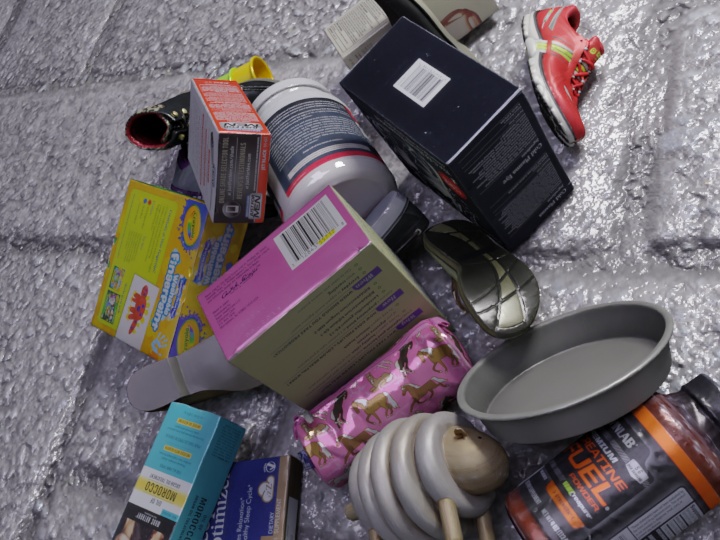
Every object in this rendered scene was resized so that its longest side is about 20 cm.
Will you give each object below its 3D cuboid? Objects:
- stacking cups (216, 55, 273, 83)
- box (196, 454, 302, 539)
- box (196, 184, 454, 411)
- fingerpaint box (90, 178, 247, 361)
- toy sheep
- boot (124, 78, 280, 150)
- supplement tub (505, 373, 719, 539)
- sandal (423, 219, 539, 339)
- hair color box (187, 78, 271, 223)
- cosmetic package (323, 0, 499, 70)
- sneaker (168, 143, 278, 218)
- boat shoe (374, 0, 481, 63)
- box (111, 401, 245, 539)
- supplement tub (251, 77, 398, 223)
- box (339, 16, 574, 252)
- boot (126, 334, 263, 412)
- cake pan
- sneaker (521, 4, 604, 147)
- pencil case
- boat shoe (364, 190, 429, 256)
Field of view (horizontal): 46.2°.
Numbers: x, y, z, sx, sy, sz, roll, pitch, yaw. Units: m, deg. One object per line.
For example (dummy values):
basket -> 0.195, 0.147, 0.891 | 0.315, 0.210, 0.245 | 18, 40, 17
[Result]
stacking cups -> -0.226, -0.252, 1.258 | 0.200, 0.061, 0.061 | -20, 54, 22
box -> -0.159, 0.274, 0.925 | 0.200, 0.032, 0.121 | -13, 57, 26
box -> -0.031, 0.043, 0.870 | 0.176, 0.200, 0.097 | -40, 49, 6
fingerpaint box -> -0.243, 0.002, 1.073 | 0.167, 0.073, 0.201 | 18, 94, 38
toy sheep -> 0.054, 0.201, 0.775 | 0.200, 0.138, 0.138 | -30, 49, 34
boot -> -0.204, -0.209, 1.153 | 0.203, 0.074, 0.154 | 0, 23, 23
supplement tub -> 0.226, 0.173, 0.697 | 0.200, 0.107, 0.107 | -39, 50, 5
sandal -> 0.127, 0.011, 0.889 | 0.080, 0.057, 0.201 | -12, 33, -11
hair color box -> -0.161, -0.147, 1.010 | 0.064, 0.111, 0.200 | -1, 29, -19
cosmetic package -> 0.064, -0.326, 1.097 | 0.200, 0.087, 0.103 | -35, 39, 10
sneaker -> -0.188, -0.122, 1.129 | 0.200, 0.074, 0.088 | 15, 104, 37
boat shoe -> 0.070, -0.279, 1.011 | 0.063, 0.201, 0.074 | -45, 18, 8
box -> -0.204, 0.249, 0.912 | 0.082, 0.049, 0.200 | 8, 68, 36
supplement tub -> -0.052, -0.128, 1.024 | 0.140, 0.140, 0.200 | -36, 51, 8
box -> 0.104, -0.145, 0.910 | 0.104, 0.182, 0.200 | -46, 49, 2
boot -> -0.170, 0.120, 1.001 | 0.199, 0.075, 0.074 | -16, 72, 0
cake pan -> 0.183, 0.090, 0.748 | 0.200, 0.037, 0.200 | -25, 11, 5
sneaker -> 0.234, -0.231, 0.954 | 0.085, 0.077, 0.200 | -15, 57, 18
pencil case -> 0.025, 0.133, 0.857 | 0.200, 0.087, 0.083 | -37, 54, 4
boat shoe -> 0.000, 0.000, 0.964 | 0.200, 0.057, 0.069 | -50, 15, 17
